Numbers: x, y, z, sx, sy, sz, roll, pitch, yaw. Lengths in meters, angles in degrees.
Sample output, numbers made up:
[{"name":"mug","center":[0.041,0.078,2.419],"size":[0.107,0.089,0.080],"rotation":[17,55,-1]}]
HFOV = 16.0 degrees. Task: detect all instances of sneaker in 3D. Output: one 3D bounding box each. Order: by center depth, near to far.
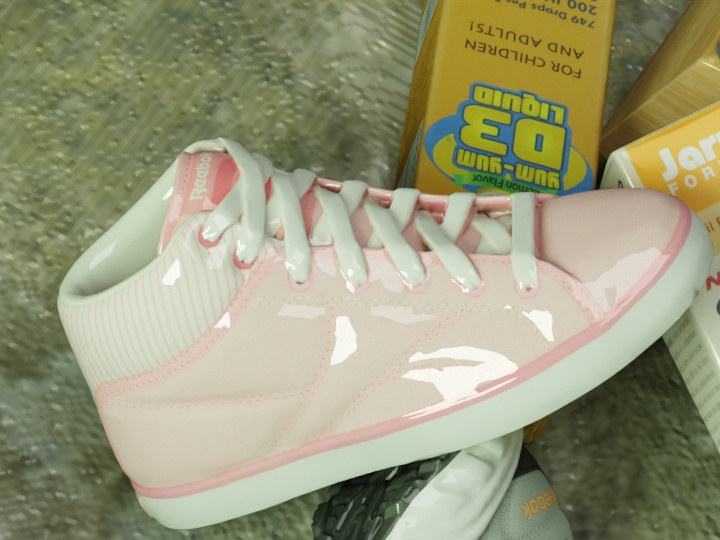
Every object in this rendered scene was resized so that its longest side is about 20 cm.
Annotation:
[{"name":"sneaker","center":[-0.002,0.124,0.770],"size":[0.200,0.074,0.080],"rotation":[-45,107,-28]},{"name":"sneaker","center":[0.000,0.000,0.773],"size":[0.199,0.105,0.075],"rotation":[-22,25,15]}]

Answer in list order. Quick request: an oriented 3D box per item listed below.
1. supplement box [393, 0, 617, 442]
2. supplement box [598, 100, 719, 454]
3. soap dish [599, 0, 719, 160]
[{"name":"supplement box","center":[0.049,-0.043,0.901],"size":[0.066,0.069,0.201],"rotation":[13,57,-6]},{"name":"supplement box","center":[0.176,0.030,0.833],"size":[0.125,0.074,0.201],"rotation":[-26,81,-3]},{"name":"soap dish","center":[0.208,-0.051,0.948],"size":[0.199,0.081,0.158],"rotation":[33,54,7]}]
